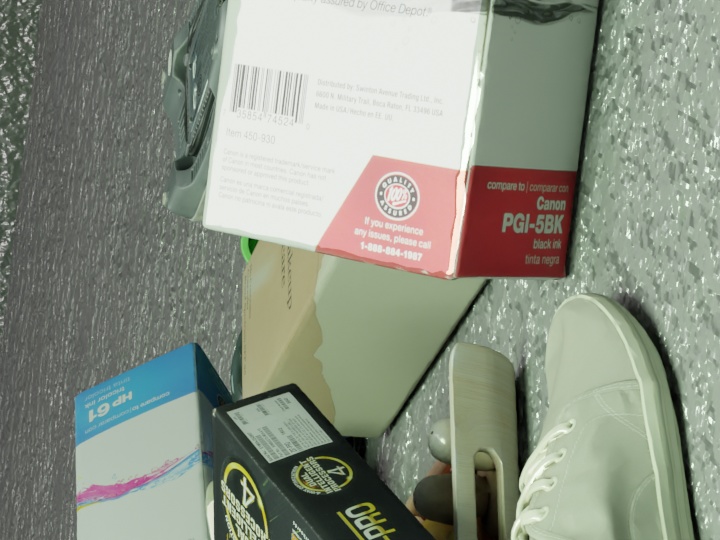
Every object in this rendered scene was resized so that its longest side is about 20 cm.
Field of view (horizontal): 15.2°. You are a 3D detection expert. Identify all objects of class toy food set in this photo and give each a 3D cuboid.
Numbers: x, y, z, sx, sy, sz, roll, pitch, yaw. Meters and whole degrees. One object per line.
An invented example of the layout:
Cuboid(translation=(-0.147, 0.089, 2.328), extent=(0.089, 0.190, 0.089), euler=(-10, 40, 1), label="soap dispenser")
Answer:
Cuboid(translation=(0.022, 0.139, 1.199), extent=(0.200, 0.060, 0.145), euler=(118, 154, -59), label="toy food set")

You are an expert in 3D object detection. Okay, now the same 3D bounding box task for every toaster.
Cuboid(translation=(-0.023, -0.105, 1.342), extent=(0.200, 0.128, 0.114), euler=(112, 158, -52), label="toaster")

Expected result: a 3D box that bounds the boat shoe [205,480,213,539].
Cuboid(translation=(-0.030, 0.188, 1.315), extent=(0.062, 0.072, 0.202), euler=(-18, 71, 29), label="boat shoe")

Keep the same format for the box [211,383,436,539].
Cuboid(translation=(0.000, 0.166, 1.120), extent=(0.200, 0.049, 0.162), euler=(45, 144, 47), label="box")

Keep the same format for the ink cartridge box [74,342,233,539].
Cuboid(translation=(-0.088, 0.163, 1.460), extent=(0.201, 0.084, 0.145), euler=(-101, -15, -54), label="ink cartridge box")

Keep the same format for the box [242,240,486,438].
Cuboid(translation=(0.000, 0.000, 1.312), extent=(0.200, 0.077, 0.096), euler=(118, 154, -59), label="box")

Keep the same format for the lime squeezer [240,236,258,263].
Cuboid(translation=(-0.045, -0.004, 1.519), extent=(0.071, 0.037, 0.201), euler=(-88, -14, -66), label="lime squeezer")

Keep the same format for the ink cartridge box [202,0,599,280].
Cuboid(translation=(0.021, -0.105, 1.126), extent=(0.146, 0.083, 0.202), euler=(12, 97, 40), label="ink cartridge box")

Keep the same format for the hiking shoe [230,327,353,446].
Cuboid(translation=(-0.036, 0.101, 1.436), extent=(0.087, 0.074, 0.201), euler=(101, 172, -50), label="hiking shoe")

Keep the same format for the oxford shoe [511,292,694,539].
Cuboid(translation=(0.082, 0.083, 0.979), extent=(0.201, 0.057, 0.076), euler=(-95, 15, -44), label="oxford shoe")
